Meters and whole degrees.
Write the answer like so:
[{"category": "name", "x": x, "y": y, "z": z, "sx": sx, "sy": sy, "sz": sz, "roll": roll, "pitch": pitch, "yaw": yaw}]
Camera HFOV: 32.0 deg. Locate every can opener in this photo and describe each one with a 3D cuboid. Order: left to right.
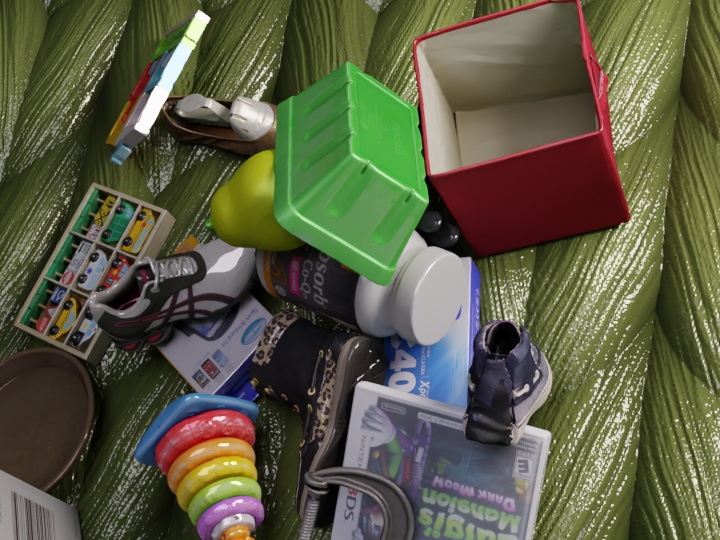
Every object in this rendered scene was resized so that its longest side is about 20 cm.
[{"category": "can opener", "x": 0.046, "y": -0.069, "z": 1.331, "sx": 0.079, "sy": 0.063, "sz": 0.200, "roll": -60, "pitch": 24, "yaw": 7}]

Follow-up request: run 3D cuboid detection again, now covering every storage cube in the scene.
[{"category": "storage cube", "x": 0.165, "y": -0.143, "z": 1.287, "sx": 0.197, "sy": 0.180, "sz": 0.173, "roll": -14, "pitch": 60, "yaw": 16}]

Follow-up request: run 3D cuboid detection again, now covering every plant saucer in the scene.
[{"category": "plant saucer", "x": -0.384, "y": 0.183, "z": 1.432, "sx": 0.197, "sy": 0.030, "sz": 0.202, "roll": -12, "pitch": 54, "yaw": 17}]

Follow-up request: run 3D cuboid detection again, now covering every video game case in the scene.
[{"category": "video game case", "x": 0.071, "y": 0.218, "z": 1.197, "sx": 0.197, "sy": 0.023, "sz": 0.185, "roll": 13, "pitch": 99, "yaw": 24}]

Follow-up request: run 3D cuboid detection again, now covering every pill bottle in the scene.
[{"category": "pill bottle", "x": 0.000, "y": 0.000, "z": 1.276, "sx": 0.198, "sy": 0.116, "sz": 0.117, "roll": 20, "pitch": 74, "yaw": 34}]

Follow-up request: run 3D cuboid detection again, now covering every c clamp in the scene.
[{"category": "c clamp", "x": -0.036, "y": 0.276, "z": 1.220, "sx": 0.169, "sy": 0.027, "sz": 0.203, "roll": 24, "pitch": 103, "yaw": 19}]

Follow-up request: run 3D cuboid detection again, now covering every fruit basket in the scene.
[{"category": "fruit basket", "x": -0.043, "y": -0.073, "z": 1.205, "sx": 0.216, "sy": 0.154, "sz": 0.217, "roll": -44, "pitch": 29, "yaw": 32}]

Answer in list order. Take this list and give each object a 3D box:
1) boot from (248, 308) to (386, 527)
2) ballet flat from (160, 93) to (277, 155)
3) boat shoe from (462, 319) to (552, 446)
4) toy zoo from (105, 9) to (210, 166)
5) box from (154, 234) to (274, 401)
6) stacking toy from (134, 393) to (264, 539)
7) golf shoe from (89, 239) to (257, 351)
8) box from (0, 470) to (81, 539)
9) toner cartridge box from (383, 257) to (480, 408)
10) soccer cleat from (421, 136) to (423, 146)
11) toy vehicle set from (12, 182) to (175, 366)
[{"category": "boot", "x": -0.055, "y": 0.146, "z": 1.299, "sx": 0.150, "sy": 0.073, "sz": 0.203, "roll": 24, "pitch": 105, "yaw": 47}, {"category": "ballet flat", "x": -0.157, "y": -0.182, "z": 1.500, "sx": 0.198, "sy": 0.072, "sz": 0.069, "roll": 12, "pitch": 72, "yaw": 26}, {"category": "boat shoe", "x": 0.143, "y": 0.082, "z": 1.179, "sx": 0.074, "sy": 0.200, "sz": 0.094, "roll": 8, "pitch": 110, "yaw": 11}, {"category": "toy zoo", "x": -0.258, "y": -0.219, "z": 1.544, "sx": 0.131, "sy": 0.020, "sz": 0.202, "roll": -5, "pitch": 57, "yaw": 64}, {"category": "box", "x": -0.168, "y": 0.063, "z": 1.408, "sx": 0.119, "sy": 0.042, "sz": 0.200, "roll": -46, "pitch": 56, "yaw": -4}, {"category": "stacking toy", "x": -0.137, "y": 0.231, "z": 1.258, "sx": 0.116, "sy": 0.109, "sz": 0.201, "roll": -47, "pitch": 49, "yaw": 25}, {"category": "golf shoe", "x": -0.197, "y": 0.016, "z": 1.361, "sx": 0.198, "sy": 0.088, "sz": 0.078, "roll": -31, "pitch": 58, "yaw": 4}, {"category": "box", "x": -0.382, "y": 0.326, "z": 1.275, "sx": 0.129, "sy": 0.199, "sz": 0.202, "roll": -20, "pitch": 59, "yaw": 12}, {"category": "toner cartridge box", "x": 0.072, "y": 0.090, "z": 1.296, "sx": 0.094, "sy": 0.043, "sz": 0.203, "roll": -6, "pitch": 64, "yaw": 18}, {"category": "soccer cleat", "x": -0.023, "y": -0.117, "z": 1.341, "sx": 0.198, "sy": 0.084, "sz": 0.065, "roll": -23, "pitch": 98, "yaw": -2}, {"category": "toy vehicle set", "x": -0.318, "y": 0.002, "z": 1.504, "sx": 0.123, "sy": 0.027, "sz": 0.202, "roll": 18, "pitch": 74, "yaw": 28}]
